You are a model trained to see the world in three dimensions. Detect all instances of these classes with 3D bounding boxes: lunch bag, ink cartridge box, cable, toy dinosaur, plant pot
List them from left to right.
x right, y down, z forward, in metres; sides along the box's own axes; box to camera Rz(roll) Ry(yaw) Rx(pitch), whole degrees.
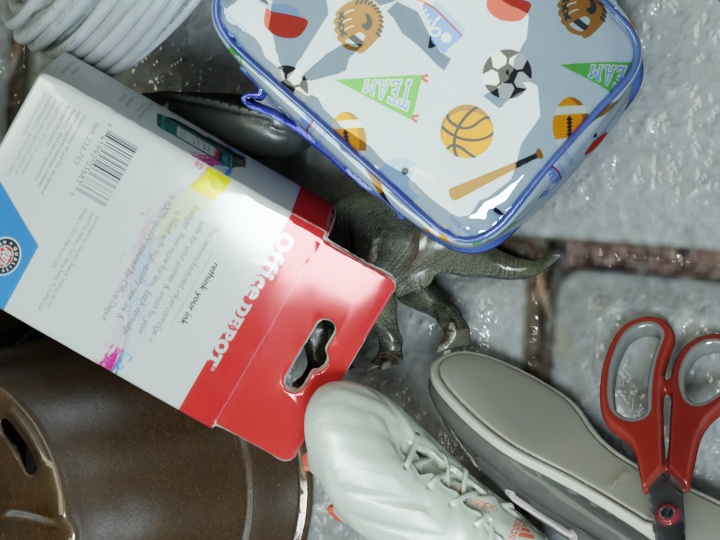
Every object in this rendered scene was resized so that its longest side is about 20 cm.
[{"bbox_3d":[-0.158,0.120,1.148,0.199,0.198,0.201,1,93,28],"label":"plant pot"},{"bbox_3d":[-0.110,-0.193,1.135,0.201,0.069,0.200,-59,22,-2],"label":"cable"},{"bbox_3d":[-0.092,-0.006,1.085,0.199,0.067,0.116,30,104,-5],"label":"ink cartridge box"},{"bbox_3d":[0.000,0.000,1.131,0.199,0.077,0.103,-13,92,31],"label":"toy dinosaur"},{"bbox_3d":[0.029,-0.113,1.080,0.200,0.076,0.160,42,95,7],"label":"lunch bag"}]

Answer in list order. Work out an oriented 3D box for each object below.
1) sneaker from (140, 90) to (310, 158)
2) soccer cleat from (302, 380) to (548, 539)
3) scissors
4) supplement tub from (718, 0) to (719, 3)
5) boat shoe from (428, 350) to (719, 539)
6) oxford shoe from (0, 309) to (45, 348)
[{"bbox_3d":[-0.100,-0.053,1.181,0.199,0.074,0.089,2,91,42],"label":"sneaker"},{"bbox_3d":[0.049,0.126,1.071,0.077,0.069,0.200,-14,122,44],"label":"soccer cleat"},{"bbox_3d":[0.138,0.106,1.032,0.073,0.014,0.201,4,56,18],"label":"scissors"},{"bbox_3d":[0.170,-0.222,1.017,0.107,0.107,0.201,-34,76,24],"label":"supplement tub"},{"bbox_3d":[0.108,0.112,1.080,0.200,0.067,0.057,33,126,27],"label":"boat shoe"},{"bbox_3d":[-0.191,-0.003,1.182,0.073,0.084,0.200,61,141,16],"label":"oxford shoe"}]
